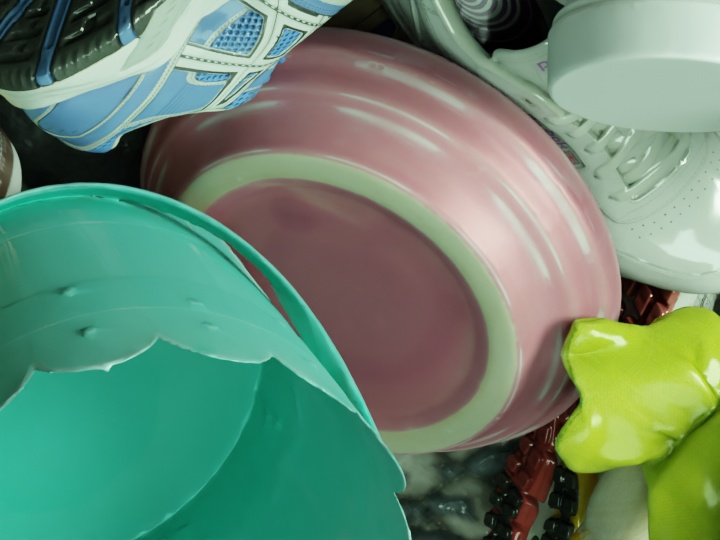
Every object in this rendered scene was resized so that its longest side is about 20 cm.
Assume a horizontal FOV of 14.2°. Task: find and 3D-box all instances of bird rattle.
[{"bbox_3d":[0.155,0.057,1.139,0.200,0.113,0.163,-27,158,-38],"label":"bird rattle"}]

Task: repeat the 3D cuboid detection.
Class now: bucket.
[{"bbox_3d":[-0.097,0.076,1.050,0.206,0.135,0.208,-11,124,-17],"label":"bucket"}]

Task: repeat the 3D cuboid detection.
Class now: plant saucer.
[{"bbox_3d":[0.000,0.000,1.120,0.200,0.051,0.201,17,136,17],"label":"plant saucer"}]

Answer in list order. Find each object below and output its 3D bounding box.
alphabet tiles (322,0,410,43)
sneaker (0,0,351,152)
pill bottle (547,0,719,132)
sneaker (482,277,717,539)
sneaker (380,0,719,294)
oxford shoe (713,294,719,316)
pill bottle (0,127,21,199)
[{"bbox_3d":[-0.002,-0.099,1.145,0.167,0.008,0.200,-37,116,12],"label":"alphabet tiles"},{"bbox_3d":[-0.043,-0.110,1.050,0.199,0.076,0.077,-25,146,3],"label":"sneaker"},{"bbox_3d":[0.114,-0.156,1.013,0.112,0.113,0.201,7,76,-10],"label":"pill bottle"},{"bbox_3d":[0.115,0.054,1.213,0.082,0.078,0.201,0,119,-31],"label":"sneaker"},{"bbox_3d":[0.081,-0.061,1.096,0.200,0.100,0.075,44,89,-12],"label":"sneaker"},{"bbox_3d":[0.193,0.066,1.228,0.075,0.058,0.201,-13,117,2],"label":"oxford shoe"},{"bbox_3d":[-0.219,-0.075,1.060,0.109,0.109,0.200,-30,126,9],"label":"pill bottle"}]
